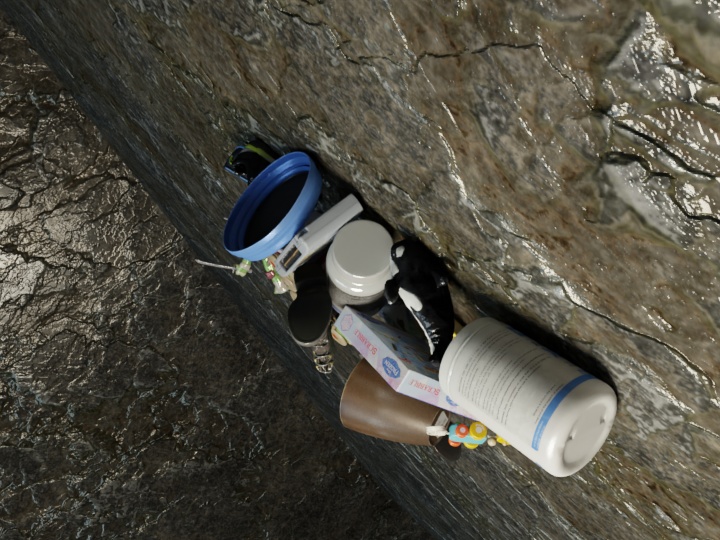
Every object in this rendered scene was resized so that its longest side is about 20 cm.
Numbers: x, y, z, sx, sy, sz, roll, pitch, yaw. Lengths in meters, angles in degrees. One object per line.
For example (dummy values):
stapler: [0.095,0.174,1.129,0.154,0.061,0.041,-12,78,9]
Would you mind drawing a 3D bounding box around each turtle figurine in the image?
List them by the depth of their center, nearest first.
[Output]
turtle figurine: [-0.240,-0.043,1.653,0.194,0.200,0.144,53,-162,-30]

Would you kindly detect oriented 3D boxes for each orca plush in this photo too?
orca plush: [0.094,0.033,0.990,0.071,0.105,0.201,125,147,-51]

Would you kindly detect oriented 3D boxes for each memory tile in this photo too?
memory tile: [-0.099,0.054,1.323,0.153,0.017,0.200,29,155,48]

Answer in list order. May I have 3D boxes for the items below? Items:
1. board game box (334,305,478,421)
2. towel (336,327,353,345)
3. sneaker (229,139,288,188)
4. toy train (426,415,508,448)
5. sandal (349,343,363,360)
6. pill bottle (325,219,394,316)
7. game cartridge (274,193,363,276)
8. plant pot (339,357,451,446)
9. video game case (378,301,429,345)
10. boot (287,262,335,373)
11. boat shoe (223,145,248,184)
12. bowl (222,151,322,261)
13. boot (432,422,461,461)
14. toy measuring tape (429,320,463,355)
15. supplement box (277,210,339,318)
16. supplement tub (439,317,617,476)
board game box: [0.081,0.148,1.134,0.200,0.041,0.199,27,-171,-38]
towel: [0.046,0.148,1.267,0.149,0.031,0.200,39,-176,20]
sneaker: [-0.160,-0.155,1.271,0.200,0.083,0.072,40,162,29]
toy train: [0.218,0.252,1.189,0.199,0.056,0.150,-14,145,33]
sandal: [0.010,0.144,1.580,0.069,0.078,0.212,3,141,42]
pill bottle: [0.000,0.000,1.151,0.114,0.114,0.200,45,164,12]
game cartridge: [-0.067,-0.057,1.152,0.042,0.133,0.200,56,158,1]
plant pot: [0.090,0.297,1.542,0.199,0.187,0.187,20,151,32]
video game case: [0.123,0.139,1.314,0.200,0.022,0.182,51,164,-9]
boot: [-0.067,0.103,1.160,0.200,0.069,0.175,-92,-6,-54]
boat shoe: [-0.185,-0.152,1.356,0.200,0.069,0.084,46,180,26]
bowl: [-0.141,-0.103,1.145,0.039,0.201,0.200,39,171,-32]
boot: [0.162,0.386,1.707,0.188,0.068,0.200,45,165,13]
toy measuring tape: [0.116,0.098,1.125,0.200,0.074,0.074,40,164,4]
supplement box: [-0.066,0.000,1.339,0.061,0.109,0.200,26,152,51]
supplement tub: [0.214,0.159,0.920,0.200,0.132,0.132,34,159,43]
